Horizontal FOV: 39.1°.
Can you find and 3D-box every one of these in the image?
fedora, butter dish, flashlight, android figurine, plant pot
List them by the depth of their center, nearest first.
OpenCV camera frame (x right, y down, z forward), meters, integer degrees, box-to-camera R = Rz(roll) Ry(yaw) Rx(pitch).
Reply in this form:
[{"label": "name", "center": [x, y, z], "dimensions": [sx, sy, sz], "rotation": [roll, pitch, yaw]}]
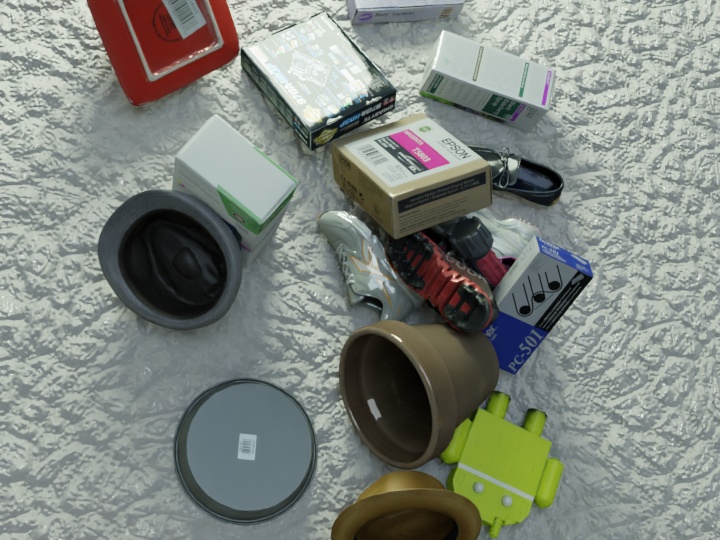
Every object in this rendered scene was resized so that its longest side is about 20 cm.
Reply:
[{"label": "fedora", "center": [0.058, 0.325, 1.348], "dimensions": [0.200, 0.201, 0.082], "rotation": [7, 38, -12]}, {"label": "fedora", "center": [-0.251, -0.016, 1.390], "dimensions": [0.200, 0.090, 0.177], "rotation": [38, 96, -3]}, {"label": "plant pot", "center": [0.096, 0.151, 1.400], "dimensions": [0.174, 0.200, 0.201], "rotation": [-17, 76, -37]}, {"label": "android figurine", "center": [0.198, 0.279, 1.449], "dimensions": [0.181, 0.041, 0.201], "rotation": [27, 66, -4]}, {"label": "flashlight", "center": [0.202, 0.003, 1.475], "dimensions": [0.068, 0.068, 0.200], "rotation": [-36, 124, 5]}, {"label": "butter dish", "center": [-0.306, -0.375, 1.491], "dimensions": [0.199, 0.148, 0.201], "rotation": [-32, 124, -21]}]

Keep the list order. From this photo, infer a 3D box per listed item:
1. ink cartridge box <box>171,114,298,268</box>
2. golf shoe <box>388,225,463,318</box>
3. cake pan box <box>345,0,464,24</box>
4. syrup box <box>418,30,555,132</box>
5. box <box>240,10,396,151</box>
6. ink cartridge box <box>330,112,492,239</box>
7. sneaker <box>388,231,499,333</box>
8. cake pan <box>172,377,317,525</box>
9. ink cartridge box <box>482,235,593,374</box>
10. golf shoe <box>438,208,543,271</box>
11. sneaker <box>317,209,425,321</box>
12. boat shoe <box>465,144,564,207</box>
[{"label": "ink cartridge box", "center": [-0.179, -0.103, 1.395], "dimensions": [0.145, 0.200, 0.088], "rotation": [39, 70, 0]}, {"label": "golf shoe", "center": [0.119, -0.003, 1.498], "dimensions": [0.077, 0.088, 0.200], "rotation": [-38, 86, -24]}, {"label": "cake pan box", "center": [0.057, -0.499, 1.668], "dimensions": [0.199, 0.052, 0.185], "rotation": [-9, 72, -17]}, {"label": "syrup box", "center": [0.203, -0.300, 1.622], "dimensions": [0.199, 0.079, 0.082], "rotation": [19, 68, -8]}, {"label": "box", "center": [-0.065, -0.292, 1.542], "dimensions": [0.159, 0.046, 0.200], "rotation": [-30, 65, -21]}, {"label": "ink cartridge box", "center": [0.071, -0.143, 1.482], "dimensions": [0.164, 0.075, 0.200], "rotation": [-21, 38, -19]}, {"label": "sneaker", "center": [0.120, 0.014, 1.430], "dimensions": [0.200, 0.098, 0.071], "rotation": [45, 108, 27]}, {"label": "cake pan", "center": [-0.152, 0.240, 1.374], "dimensions": [0.199, 0.037, 0.201], "rotation": [4, 71, -13]}, {"label": "ink cartridge box", "center": [0.235, 0.052, 1.448], "dimensions": [0.094, 0.200, 0.044], "rotation": [24, 31, -16]}, {"label": "golf shoe", "center": [0.179, -0.048, 1.536], "dimensions": [0.199, 0.075, 0.092], "rotation": [18, 72, -7]}, {"label": "sneaker", "center": [0.000, 0.000, 1.476], "dimensions": [0.200, 0.076, 0.092], "rotation": [45, 72, 4]}, {"label": "boat shoe", "center": [0.228, -0.154, 1.589], "dimensions": [0.199, 0.062, 0.075], "rotation": [19, 70, -6]}]
